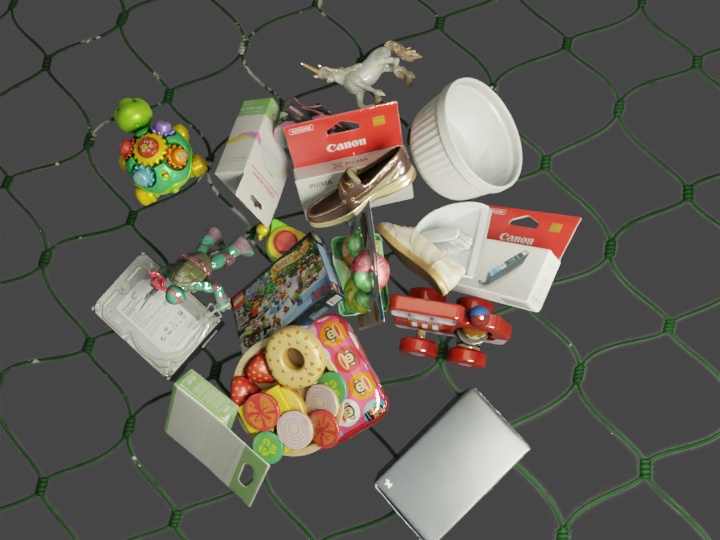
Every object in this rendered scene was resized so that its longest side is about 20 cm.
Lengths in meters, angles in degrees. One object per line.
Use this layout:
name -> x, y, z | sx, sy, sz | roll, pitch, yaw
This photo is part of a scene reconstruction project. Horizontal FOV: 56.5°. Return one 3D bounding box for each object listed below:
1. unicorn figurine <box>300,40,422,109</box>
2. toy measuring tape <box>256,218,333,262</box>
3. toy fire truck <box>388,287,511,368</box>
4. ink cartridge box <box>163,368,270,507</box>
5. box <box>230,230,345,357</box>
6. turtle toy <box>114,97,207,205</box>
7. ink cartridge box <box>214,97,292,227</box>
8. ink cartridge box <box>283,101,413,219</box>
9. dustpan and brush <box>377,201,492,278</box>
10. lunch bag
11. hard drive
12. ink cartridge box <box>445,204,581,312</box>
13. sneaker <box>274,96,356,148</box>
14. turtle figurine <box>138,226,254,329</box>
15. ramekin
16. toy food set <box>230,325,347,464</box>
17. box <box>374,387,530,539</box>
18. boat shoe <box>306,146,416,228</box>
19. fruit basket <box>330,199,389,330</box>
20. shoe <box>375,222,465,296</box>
unicorn figurine -> 0.009, -0.368, 1.267 | 0.200, 0.074, 0.137 | -34, 66, -19
toy measuring tape -> -0.100, -0.023, 1.187 | 0.199, 0.074, 0.074 | 29, 79, 0
toy fire truck -> 0.145, 0.085, 1.085 | 0.199, 0.168, 0.113 | 11, 77, 7
ink cartridge box -> -0.225, 0.270, 1.080 | 0.200, 0.146, 0.048 | 35, 43, 11
box -> -0.126, 0.046, 1.116 | 0.200, 0.038, 0.137 | -39, 47, 17
turtle toy -> -0.385, -0.226, 1.235 | 0.145, 0.101, 0.201 | -31, 76, -4
ink cartridge box -> -0.184, -0.187, 1.180 | 0.067, 0.117, 0.201 | 3, 63, 27
ink cartridge box -> -0.017, -0.184, 1.157 | 0.199, 0.177, 0.045 | -13, 44, 1
dustpan and brush -> 0.117, -0.055, 1.163 | 0.199, 0.057, 0.140 | -3, 62, 42
lunch bag -> -0.063, 0.191, 1.123 | 0.176, 0.082, 0.201 | -30, 77, 1
hard drive -> -0.360, 0.081, 1.190 | 0.200, 0.038, 0.140 | 39, 81, 13
ink cartridge box -> 0.240, -0.036, 1.115 | 0.199, 0.045, 0.177 | 14, 73, 48
sneaker -> -0.058, -0.257, 1.204 | 0.199, 0.079, 0.096 | 11, 63, -29
turtle figurine -> -0.280, 0.012, 1.147 | 0.149, 0.101, 0.200 | 31, 55, 8
ramekin -> 0.177, -0.216, 1.152 | 0.199, 0.105, 0.201 | 15, 66, -37
toy food set -> -0.114, 0.200, 1.052 | 0.199, 0.049, 0.199 | -32, 86, 16
box -> 0.131, 0.292, 1.019 | 0.200, 0.197, 0.124 | -43, 77, -6
boat shoe -> -0.008, -0.142, 1.111 | 0.199, 0.072, 0.072 | -25, 39, 8
fruit basket -> 0.000, 0.000, 1.078 | 0.093, 0.200, 0.186 | -6, 83, -6
shoe -> 0.097, -0.030, 1.105 | 0.053, 0.070, 0.200 | -41, 47, -5
